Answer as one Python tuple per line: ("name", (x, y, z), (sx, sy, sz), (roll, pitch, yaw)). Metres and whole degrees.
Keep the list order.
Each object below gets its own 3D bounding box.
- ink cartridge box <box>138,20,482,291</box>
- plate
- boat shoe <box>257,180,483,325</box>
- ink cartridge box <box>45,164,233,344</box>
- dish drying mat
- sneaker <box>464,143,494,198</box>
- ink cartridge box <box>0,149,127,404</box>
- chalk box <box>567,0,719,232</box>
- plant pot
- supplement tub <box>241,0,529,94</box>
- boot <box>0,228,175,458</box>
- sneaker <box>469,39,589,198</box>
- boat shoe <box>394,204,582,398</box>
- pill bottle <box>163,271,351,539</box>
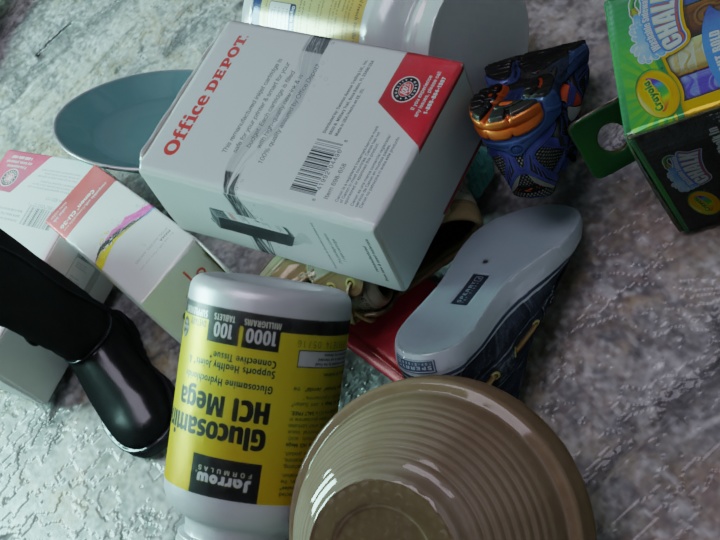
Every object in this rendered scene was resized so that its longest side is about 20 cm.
("ink cartridge box", (-0.034, -0.086, 0.984), (0.199, 0.084, 0.145), (16, 64, 27))
("plate", (-0.167, -0.125, 1.209), (0.199, 0.026, 0.200), (-1, 31, 1))
("boat shoe", (0.000, 0.000, 1.005), (0.200, 0.074, 0.066), (-38, 44, 5))
("ink cartridge box", (-0.150, 0.006, 1.095), (0.068, 0.117, 0.200), (-50, 46, -7))
("dish drying mat", (0.009, 0.024, 1.044), (0.077, 0.018, 0.200), (-50, 46, -7))
("sneaker", (0.008, -0.083, 1.085), (0.199, 0.078, 0.091), (-6, 30, 16))
("ink cartridge box", (-0.294, 0.002, 1.215), (0.146, 0.083, 0.201), (11, 67, 42))
("chalk box", (0.238, -0.118, 0.917), (0.199, 0.125, 0.124), (-16, 52, 23))
("plant pot", (0.032, 0.165, 0.822), (0.200, 0.093, 0.202), (-1, 89, 28))
("supplement tub", (0.019, -0.189, 1.099), (0.200, 0.144, 0.145), (19, 71, 41))
("boot", (-0.236, 0.047, 1.066), (0.066, 0.200, 0.165), (-42, 46, 1))
("sneaker", (0.125, -0.109, 0.992), (0.075, 0.079, 0.200), (-8, 21, 25))
("boat shoe", (0.094, 0.037, 0.951), (0.071, 0.091, 0.200), (10, 39, 37))
("pill bottle", (-0.072, 0.107, 0.939), (0.112, 0.112, 0.201), (10, 94, 38))
